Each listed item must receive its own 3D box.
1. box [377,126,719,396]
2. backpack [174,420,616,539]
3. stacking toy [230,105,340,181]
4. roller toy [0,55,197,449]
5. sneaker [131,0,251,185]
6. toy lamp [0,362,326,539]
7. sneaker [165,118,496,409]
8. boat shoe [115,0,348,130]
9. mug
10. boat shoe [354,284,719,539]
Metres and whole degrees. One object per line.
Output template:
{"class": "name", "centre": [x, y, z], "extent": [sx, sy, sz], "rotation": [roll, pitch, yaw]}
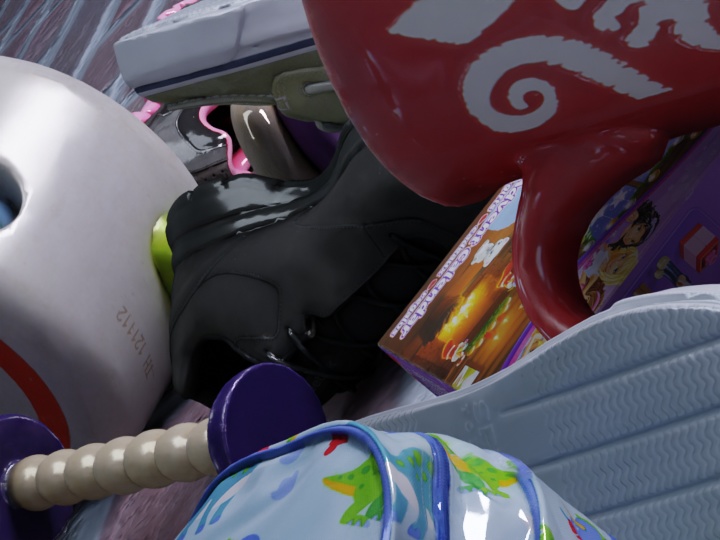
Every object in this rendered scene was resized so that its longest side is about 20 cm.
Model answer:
{"class": "box", "centre": [0.096, -0.035, 0.694], "extent": [0.200, 0.039, 0.137], "rotation": [-52, 17, -4]}
{"class": "backpack", "centre": [-0.006, 0.129, 0.461], "extent": [0.200, 0.154, 0.163], "rotation": [-44, 5, -26]}
{"class": "stacking toy", "centre": [0.044, -0.099, 0.922], "extent": [0.200, 0.085, 0.086], "rotation": [-39, 19, 21]}
{"class": "roller toy", "centre": [-0.168, 0.010, 1.056], "extent": [0.200, 0.182, 0.140], "rotation": [-30, 26, 50]}
{"class": "sneaker", "centre": [-0.074, -0.091, 1.263], "extent": [0.095, 0.079, 0.201], "rotation": [-22, 31, 26]}
{"class": "toy lamp", "centre": [-0.097, 0.074, 0.881], "extent": [0.199, 0.058, 0.058], "rotation": [-16, 36, 43]}
{"class": "sneaker", "centre": [0.000, 0.000, 0.847], "extent": [0.199, 0.076, 0.092], "rotation": [-25, 50, 47]}
{"class": "boat shoe", "centre": [0.000, -0.082, 0.858], "extent": [0.198, 0.063, 0.072], "rotation": [-10, 14, 28]}
{"class": "mug", "centre": [0.105, -0.080, 0.588], "extent": [0.199, 0.179, 0.133], "rotation": [-11, 16, 28]}
{"class": "boat shoe", "centre": [0.066, 0.044, 0.554], "extent": [0.062, 0.073, 0.199], "rotation": [-6, -6, -42]}
